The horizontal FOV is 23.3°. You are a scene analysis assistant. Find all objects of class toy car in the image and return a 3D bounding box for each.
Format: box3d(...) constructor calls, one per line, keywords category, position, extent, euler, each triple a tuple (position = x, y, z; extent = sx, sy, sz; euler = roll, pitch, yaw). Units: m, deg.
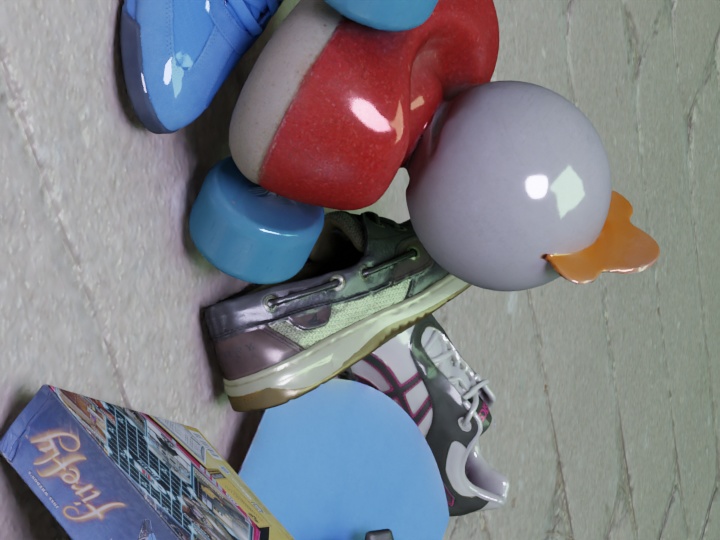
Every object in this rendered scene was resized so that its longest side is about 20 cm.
box3d(category="toy car", position=(0.053, -0.061, 0.812), extent=(0.185, 0.199, 0.177), euler=(-61, 175, 35))

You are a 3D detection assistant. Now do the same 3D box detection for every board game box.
box3d(category="board game box", position=(-0.047, 0.135, 0.708), extent=(0.035, 0.200, 0.135), euler=(-47, 155, 5))
box3d(category="board game box", position=(-0.033, 0.156, 0.915), extent=(0.158, 0.039, 0.201), euler=(40, 63, -39))

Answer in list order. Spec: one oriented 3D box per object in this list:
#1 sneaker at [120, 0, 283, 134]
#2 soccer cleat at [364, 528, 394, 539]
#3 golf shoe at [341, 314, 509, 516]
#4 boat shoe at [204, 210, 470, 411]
box3d(category="sneaker", position=(-0.049, -0.150, 0.793), extent=(0.066, 0.078, 0.202), euler=(63, 39, -54))
box3d(category="soccer cleat", position=(-0.029, 0.192, 0.845), extent=(0.199, 0.064, 0.085), euler=(-16, 109, -44))
box3d(category="golf shoe", position=(0.036, 0.057, 1.015), extent=(0.077, 0.087, 0.202), euler=(-55, 141, -48))
box3d(category="boat shoe", position=(-0.001, 0.000, 0.897), extent=(0.200, 0.071, 0.067), euler=(-35, 110, -39))
